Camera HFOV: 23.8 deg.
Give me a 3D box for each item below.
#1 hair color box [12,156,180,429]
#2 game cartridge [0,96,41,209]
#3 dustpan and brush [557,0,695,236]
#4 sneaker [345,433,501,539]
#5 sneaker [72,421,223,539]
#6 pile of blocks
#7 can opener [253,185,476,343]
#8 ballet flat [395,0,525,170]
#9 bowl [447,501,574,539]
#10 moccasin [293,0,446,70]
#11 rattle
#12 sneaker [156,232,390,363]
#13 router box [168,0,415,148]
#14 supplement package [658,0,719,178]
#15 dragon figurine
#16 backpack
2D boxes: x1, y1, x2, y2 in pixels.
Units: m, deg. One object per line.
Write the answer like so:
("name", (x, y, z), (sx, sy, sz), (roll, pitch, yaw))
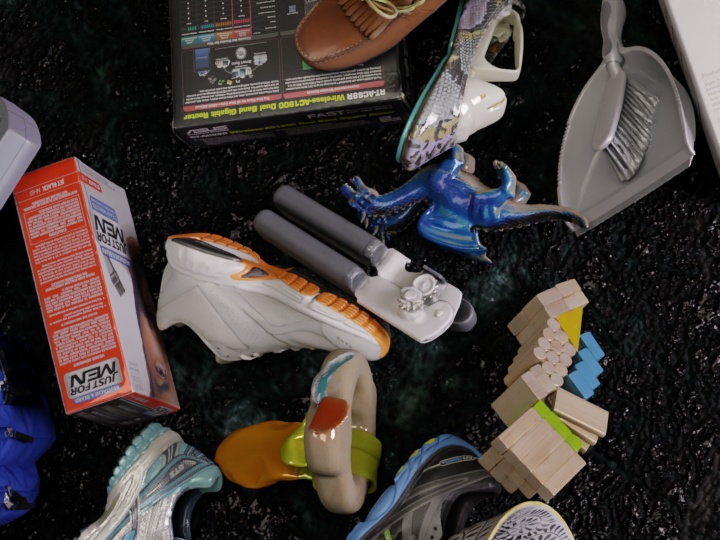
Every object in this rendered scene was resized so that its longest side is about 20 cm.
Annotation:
("hair color box", (-0.213, 0.021, 1.385), (0.064, 0.111, 0.200), (-18, 75, 10))
("game cartridge", (-0.321, -0.081, 1.409), (0.042, 0.200, 0.133), (38, 85, -25))
("dustpan and brush", (0.202, -0.142, 1.335), (0.057, 0.140, 0.200), (31, 50, -21))
("sneaker", (0.035, 0.220, 1.303), (0.083, 0.071, 0.200), (34, 85, 24))
("sneaker", (-0.178, 0.225, 1.352), (0.086, 0.078, 0.200), (25, 85, 14))
("pile of blocks", (0.139, 0.099, 1.295), (0.082, 0.062, 0.200), (29, 48, -10))
("can opener", (0.000, 0.000, 1.368), (0.200, 0.066, 0.053), (32, 76, 26))
("ballet flat", (0.088, -0.152, 1.343), (0.072, 0.072, 0.201), (12, 53, 16))
("bowl", (0.083, 0.267, 1.235), (0.094, 0.201, 0.201), (-4, 77, 32))
("moccasin", (0.030, -0.223, 1.320), (0.201, 0.078, 0.074), (-27, 73, 22))
("rattle", (-0.058, 0.111, 1.279), (0.143, 0.200, 0.131), (17, 87, 15))
("sneaker", (-0.073, 0.042, 1.377), (0.200, 0.076, 0.092), (22, 105, 14))
("router box", (-0.057, -0.190, 1.418), (0.199, 0.062, 0.150), (-6, 76, 12))
("supplement package", (0.302, -0.172, 1.297), (0.121, 0.120, 0.200), (-18, 75, 11))
("dragon figurine", (0.083, -0.041, 1.353), (0.200, 0.059, 0.100), (28, 88, 22))
("backpack", (-0.340, 0.125, 1.347), (0.162, 0.200, 0.168), (-27, 73, 6))
